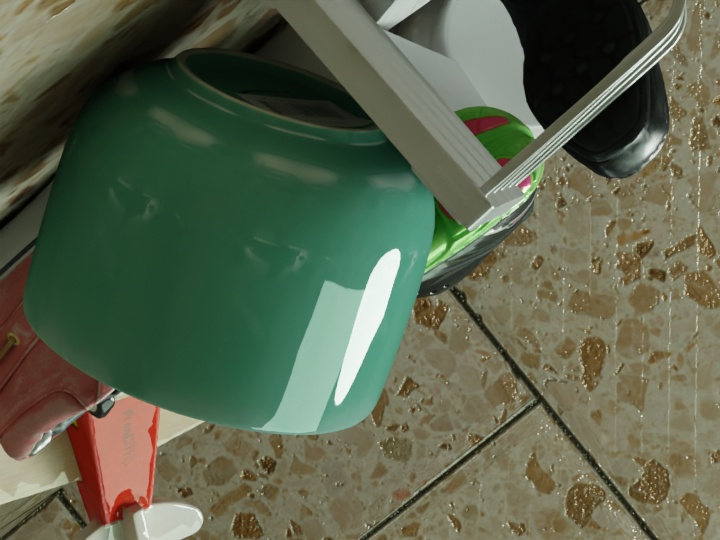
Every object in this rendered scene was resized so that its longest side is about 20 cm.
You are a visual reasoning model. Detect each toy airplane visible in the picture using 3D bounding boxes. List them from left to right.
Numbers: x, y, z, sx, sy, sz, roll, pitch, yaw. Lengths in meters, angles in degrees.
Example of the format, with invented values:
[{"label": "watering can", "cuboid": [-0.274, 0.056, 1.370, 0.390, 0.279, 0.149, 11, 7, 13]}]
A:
[{"label": "toy airplane", "cuboid": [-0.162, 0.088, 1.415, 0.199, 0.141, 0.200, -52, 143, 8]}]

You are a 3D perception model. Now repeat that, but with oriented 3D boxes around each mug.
[{"label": "mug", "cuboid": [-0.046, -0.025, 0.939, 0.185, 0.152, 0.115, -78, -174, -72]}]

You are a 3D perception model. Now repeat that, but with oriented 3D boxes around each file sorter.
[{"label": "file sorter", "cuboid": [0.050, -0.111, 0.926, 0.124, 0.139, 0.200, -42, 178, 8]}]

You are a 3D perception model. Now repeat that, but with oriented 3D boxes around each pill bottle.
[{"label": "pill bottle", "cuboid": [0.067, -0.110, 1.328, 0.113, 0.113, 0.200, -38, -177, -14]}]

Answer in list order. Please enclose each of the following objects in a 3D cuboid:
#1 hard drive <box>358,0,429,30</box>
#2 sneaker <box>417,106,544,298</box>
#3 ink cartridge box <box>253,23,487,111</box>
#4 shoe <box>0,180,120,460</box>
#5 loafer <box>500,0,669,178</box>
[{"label": "hard drive", "cuboid": [0.075, -0.189, 1.181, 0.200, 0.027, 0.132, -37, 177, -27]}, {"label": "sneaker", "cuboid": [0.000, 0.000, 1.083, 0.200, 0.077, 0.084, -26, 155, 3]}, {"label": "ink cartridge box", "cuboid": [-0.037, -0.031, 1.174, 0.200, 0.084, 0.145, -39, 154, 21]}, {"label": "shoe", "cuboid": [-0.110, -0.002, 1.059, 0.200, 0.091, 0.071, -40, 178, 12]}, {"label": "loafer", "cuboid": [0.111, -0.103, 1.102, 0.068, 0.070, 0.201, -37, -147, 15]}]
